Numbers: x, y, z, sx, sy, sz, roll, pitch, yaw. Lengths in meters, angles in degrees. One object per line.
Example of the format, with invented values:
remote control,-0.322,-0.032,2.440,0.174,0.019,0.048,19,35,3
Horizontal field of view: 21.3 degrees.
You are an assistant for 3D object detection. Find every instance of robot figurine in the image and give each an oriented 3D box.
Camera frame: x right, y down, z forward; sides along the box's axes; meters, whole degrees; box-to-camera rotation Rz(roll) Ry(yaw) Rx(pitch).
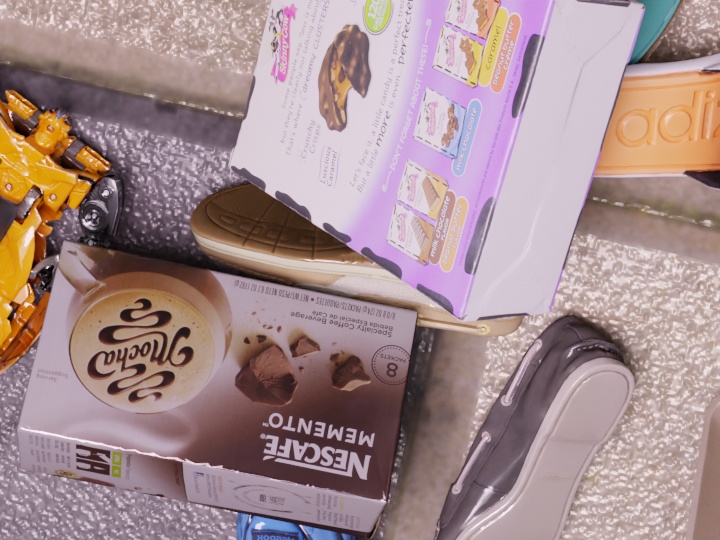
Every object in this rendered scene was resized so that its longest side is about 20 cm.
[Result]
robot figurine,-0.224,-0.018,1.128,0.145,0.058,0.200,37,110,-2

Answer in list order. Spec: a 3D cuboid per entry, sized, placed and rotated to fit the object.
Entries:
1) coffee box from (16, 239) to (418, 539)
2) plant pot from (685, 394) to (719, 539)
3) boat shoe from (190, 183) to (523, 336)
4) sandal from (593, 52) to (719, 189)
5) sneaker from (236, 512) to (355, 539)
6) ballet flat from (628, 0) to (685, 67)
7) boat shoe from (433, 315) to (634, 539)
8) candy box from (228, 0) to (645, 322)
coffee box,-0.076,0.067,1.048,0.199,0.080,0.113,12,66,-3
plant pot,0.300,0.159,0.996,0.200,0.200,0.177,-27,119,36
boat shoe,0.000,0.000,1.082,0.199,0.074,0.067,11,130,14
sandal,0.190,-0.071,0.998,0.206,0.059,0.079,-9,120,-10
sneaker,-0.040,0.120,1.100,0.066,0.078,0.201,-7,84,14
ballet flat,0.109,-0.112,1.030,0.070,0.065,0.200,30,108,-13
boat shoe,0.091,0.116,1.114,0.067,0.057,0.200,15,117,-32
candy box,0.032,-0.093,0.994,0.200,0.071,0.168,34,116,42
